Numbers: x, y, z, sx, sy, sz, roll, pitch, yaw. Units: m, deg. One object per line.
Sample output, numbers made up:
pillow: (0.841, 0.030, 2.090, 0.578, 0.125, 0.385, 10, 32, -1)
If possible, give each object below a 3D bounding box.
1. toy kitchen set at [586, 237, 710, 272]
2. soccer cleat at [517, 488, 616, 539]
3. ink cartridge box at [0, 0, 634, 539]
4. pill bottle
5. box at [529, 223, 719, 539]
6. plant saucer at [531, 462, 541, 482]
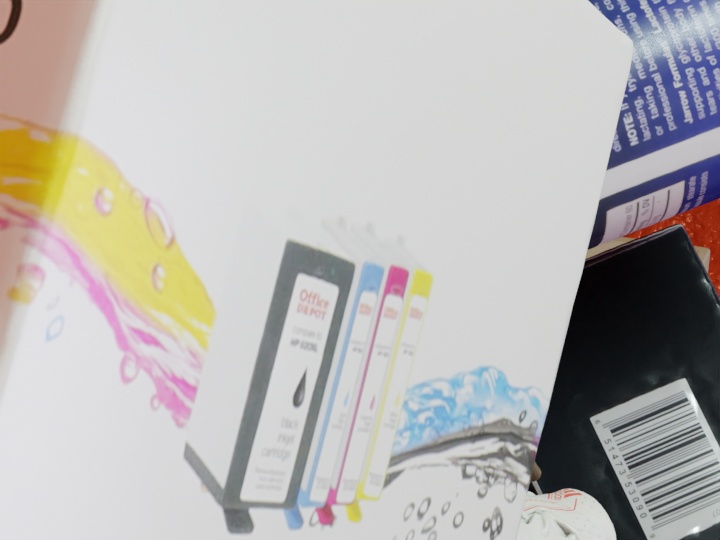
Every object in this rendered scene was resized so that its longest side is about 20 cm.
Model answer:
toy kitchen set: (0.086, 0.089, 1.336, 0.163, 0.180, 0.200, -45, 141, -70)
soccer cleat: (0.046, 0.102, 0.843, 0.085, 0.069, 0.200, -45, 143, -5)
ink cartridge box: (-0.066, 0.020, 0.413, 0.145, 0.147, 0.200, 32, 68, -52)
pill bottle: (0.099, -0.073, 0.950, 0.116, 0.200, 0.116, 159, -90, -80)
box: (0.137, 0.114, 1.166, 0.197, 0.124, 0.200, 89, -22, -71)
plant saucer: (0.000, 0.000, 0.883, 0.029, 0.200, 0.200, -34, 166, 0)
